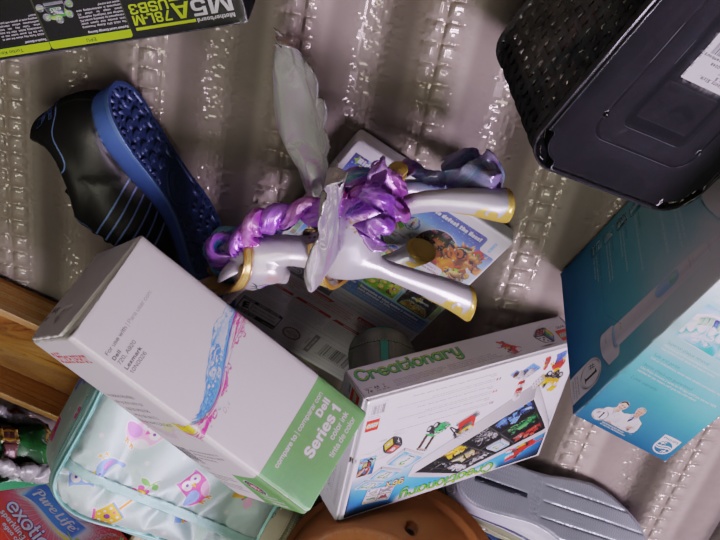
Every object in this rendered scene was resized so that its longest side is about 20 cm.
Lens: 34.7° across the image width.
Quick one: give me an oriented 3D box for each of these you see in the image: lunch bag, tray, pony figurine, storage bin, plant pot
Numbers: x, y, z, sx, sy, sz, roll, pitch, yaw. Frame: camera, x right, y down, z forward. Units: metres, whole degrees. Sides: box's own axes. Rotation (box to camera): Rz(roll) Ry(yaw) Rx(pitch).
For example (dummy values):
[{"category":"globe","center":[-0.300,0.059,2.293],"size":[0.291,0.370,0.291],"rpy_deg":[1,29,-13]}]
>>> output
[{"category":"lunch bag","center":[-0.143,0.146,0.930],"size":[0.198,0.077,0.162],"rpy_deg":[28,95,-25]},{"category":"tray","center":[-0.301,0.052,0.945],"size":[0.198,0.037,0.099],"rpy_deg":[26,128,-16]},{"category":"pony figurine","center":[-0.006,-0.038,0.756],"size":[0.197,0.168,0.194],"rpy_deg":[0,139,-14]},{"category":"storage bin","center":[0.188,-0.144,0.664],"size":[0.134,0.095,0.200],"rpy_deg":[15,133,-30]},{"category":"plant pot","center":[0.010,0.266,0.905],"size":[0.197,0.204,0.140],"rpy_deg":[-7,168,12]}]

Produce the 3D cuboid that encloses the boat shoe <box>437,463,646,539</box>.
[{"category":"boat shoe","center":[0.158,0.214,1.017],"size":[0.198,0.073,0.062],"rpy_deg":[26,153,-10]}]

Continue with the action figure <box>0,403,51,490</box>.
[{"category":"action figure","center":[-0.316,0.142,0.950],"size":[0.198,0.119,0.055],"rpy_deg":[12,131,-39]}]

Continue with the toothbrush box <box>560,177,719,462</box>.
[{"category":"toothbrush box","center":[0.228,0.003,0.772],"size":[0.084,0.148,0.201],"rpy_deg":[25,127,-15]}]

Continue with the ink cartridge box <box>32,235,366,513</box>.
[{"category":"ink cartridge box","center":[-0.116,0.073,0.801],"size":[0.199,0.085,0.144],"rpy_deg":[40,161,-17]}]

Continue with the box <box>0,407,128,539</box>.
[{"category":"box","center":[-0.288,0.237,1.005],"size":[0.200,0.095,0.100],"rpy_deg":[47,126,7]}]

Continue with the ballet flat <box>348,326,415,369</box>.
[{"category":"ballet flat","center":[0.018,0.129,0.936],"size":[0.066,0.064,0.202],"rpy_deg":[-6,137,-1]}]

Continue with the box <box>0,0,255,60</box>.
[{"category":"box","center":[-0.180,-0.229,0.692],"size":[0.197,0.048,0.195],"rpy_deg":[-7,131,11]}]

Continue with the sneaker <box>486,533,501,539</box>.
[{"category":"sneaker","center":[0.128,0.300,1.059],"size":[0.074,0.082,0.201],"rpy_deg":[-43,126,-7]}]

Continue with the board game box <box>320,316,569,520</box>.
[{"category":"board game box","center":[0.069,0.112,0.881],"size":[0.197,0.035,0.128],"rpy_deg":[-11,132,-30]}]

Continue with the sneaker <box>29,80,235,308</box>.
[{"category":"sneaker","center":[-0.160,-0.042,0.834],"size":[0.077,0.071,0.202],"rpy_deg":[-13,122,22]}]

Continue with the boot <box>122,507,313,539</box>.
[{"category":"boot","center":[-0.144,0.252,1.070],"size":[0.154,0.073,0.200],"rpy_deg":[32,123,-21]}]

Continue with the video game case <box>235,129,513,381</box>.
[{"category":"video game case","center":[0.000,0.000,0.878],"size":[0.142,0.018,0.200],"rpy_deg":[31,126,-18]}]
